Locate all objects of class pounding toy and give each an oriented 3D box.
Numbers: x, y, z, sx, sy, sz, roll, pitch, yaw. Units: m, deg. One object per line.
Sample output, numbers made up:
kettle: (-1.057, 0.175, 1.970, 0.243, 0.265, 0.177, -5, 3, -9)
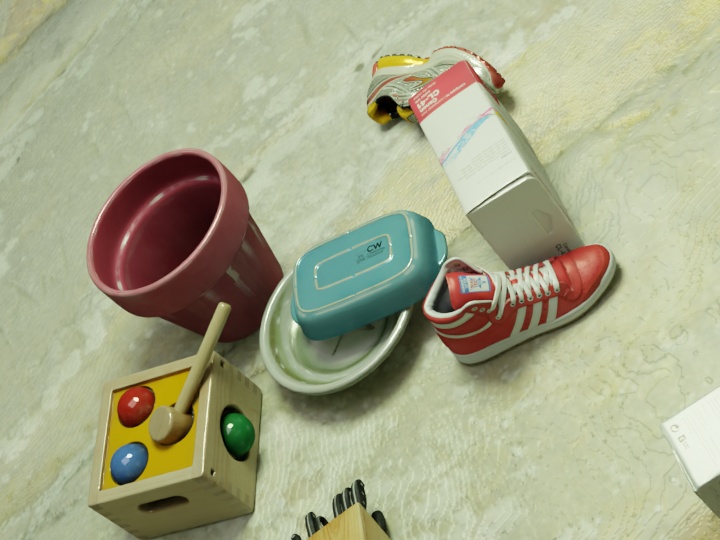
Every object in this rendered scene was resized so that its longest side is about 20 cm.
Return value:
pounding toy: (-0.196, 0.168, 1.651, 0.199, 0.142, 0.185, -18, 51, 25)

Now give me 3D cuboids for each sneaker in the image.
sneaker: (0.089, -0.210, 1.775, 0.199, 0.078, 0.083, -2, 62, 45)
sneaker: (0.158, 0.016, 1.526, 0.199, 0.112, 0.071, -32, 46, 13)

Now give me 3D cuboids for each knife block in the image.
knife block: (0.001, 0.270, 1.437, 0.200, 0.064, 0.176, -20, 26, 51)

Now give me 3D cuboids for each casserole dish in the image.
casserole dish: (0.000, 0.000, 1.635, 0.199, 0.039, 0.122, -23, 49, 20)

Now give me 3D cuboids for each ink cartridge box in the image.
ink cartridge box: (0.144, -0.107, 1.600, 0.085, 0.148, 0.201, -32, 45, 12)

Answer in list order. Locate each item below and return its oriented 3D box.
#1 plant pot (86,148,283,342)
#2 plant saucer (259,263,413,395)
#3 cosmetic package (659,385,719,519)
plant pot: (-0.190, -0.013, 1.750, 0.199, 0.179, 0.201, -19, 51, 24)
plant saucer: (-0.019, 0.057, 1.668, 0.199, 0.050, 0.201, -19, 49, 24)
cosmetic package: (0.375, 0.131, 1.291, 0.200, 0.113, 0.081, -35, 45, 13)
